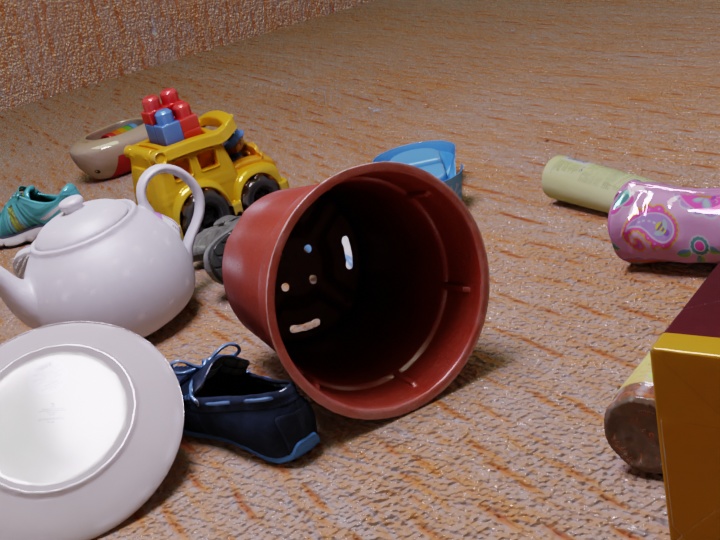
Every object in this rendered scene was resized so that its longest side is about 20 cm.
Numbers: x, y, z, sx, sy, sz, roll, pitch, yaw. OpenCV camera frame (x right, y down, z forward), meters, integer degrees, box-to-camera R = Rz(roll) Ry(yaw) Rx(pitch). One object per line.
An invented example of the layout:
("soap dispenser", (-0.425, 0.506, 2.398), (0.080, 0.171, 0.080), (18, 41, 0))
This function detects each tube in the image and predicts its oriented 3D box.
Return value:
("tube", (0.283, -0.083, 1.130), (0.199, 0.052, 0.059), (23, 82, 51))

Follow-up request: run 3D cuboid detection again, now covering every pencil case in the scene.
("pencil case", (0.331, -0.044, 0.949), (0.198, 0.089, 0.087), (4, 26, 38))

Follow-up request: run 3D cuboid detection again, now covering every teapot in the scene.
("teapot", (-0.276, -0.014, 1.108), (0.195, 0.148, 0.201), (-13, 23, 15))

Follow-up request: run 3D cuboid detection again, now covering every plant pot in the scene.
("plant pot", (-0.022, 0.007, 0.901), (0.199, 0.204, 0.195), (-21, 14, -22))

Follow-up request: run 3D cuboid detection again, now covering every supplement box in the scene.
("supplement box", (0.305, 0.069, 0.615), (0.195, 0.135, 0.199), (4, 27, 38))

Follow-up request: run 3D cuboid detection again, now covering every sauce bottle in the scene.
("sauce bottle", (0.241, 0.067, 0.748), (0.065, 0.067, 0.200), (4, 29, 37))

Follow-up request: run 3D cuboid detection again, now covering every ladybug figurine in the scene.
("ladybug figurine", (-0.412, -0.214, 1.806), (0.135, 0.073, 0.199), (8, 30, 41))

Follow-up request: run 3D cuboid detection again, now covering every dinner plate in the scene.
("dinner plate", (-0.238, 0.119, 0.811), (0.197, 0.024, 0.202), (-1, 52, 1))

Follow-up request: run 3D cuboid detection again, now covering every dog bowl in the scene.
("dog bowl", (0.074, -0.112, 1.311), (0.110, 0.050, 0.200), (-12, 22, 3))

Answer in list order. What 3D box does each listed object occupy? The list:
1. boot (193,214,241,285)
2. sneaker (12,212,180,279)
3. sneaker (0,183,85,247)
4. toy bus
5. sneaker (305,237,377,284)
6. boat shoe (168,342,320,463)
("boot", (-0.157, -0.024, 1.225), (0.129, 0.069, 0.200), (-10, 15, 29))
("sneaker", (-0.316, -0.026, 1.268), (0.197, 0.073, 0.115), (-1, 36, -1))
("sneaker", (-0.489, -0.086, 1.522), (0.197, 0.081, 0.078), (-8, 22, 15))
("toy bus", (-0.210, -0.148, 1.369), (0.198, 0.195, 0.135), (-24, 22, -31))
("sneaker", (0.000, 0.000, 1.074), (0.071, 0.073, 0.200), (7, 19, -38))
("boat shoe", (-0.106, 0.097, 0.864), (0.198, 0.070, 0.084), (6, 28, 39))
